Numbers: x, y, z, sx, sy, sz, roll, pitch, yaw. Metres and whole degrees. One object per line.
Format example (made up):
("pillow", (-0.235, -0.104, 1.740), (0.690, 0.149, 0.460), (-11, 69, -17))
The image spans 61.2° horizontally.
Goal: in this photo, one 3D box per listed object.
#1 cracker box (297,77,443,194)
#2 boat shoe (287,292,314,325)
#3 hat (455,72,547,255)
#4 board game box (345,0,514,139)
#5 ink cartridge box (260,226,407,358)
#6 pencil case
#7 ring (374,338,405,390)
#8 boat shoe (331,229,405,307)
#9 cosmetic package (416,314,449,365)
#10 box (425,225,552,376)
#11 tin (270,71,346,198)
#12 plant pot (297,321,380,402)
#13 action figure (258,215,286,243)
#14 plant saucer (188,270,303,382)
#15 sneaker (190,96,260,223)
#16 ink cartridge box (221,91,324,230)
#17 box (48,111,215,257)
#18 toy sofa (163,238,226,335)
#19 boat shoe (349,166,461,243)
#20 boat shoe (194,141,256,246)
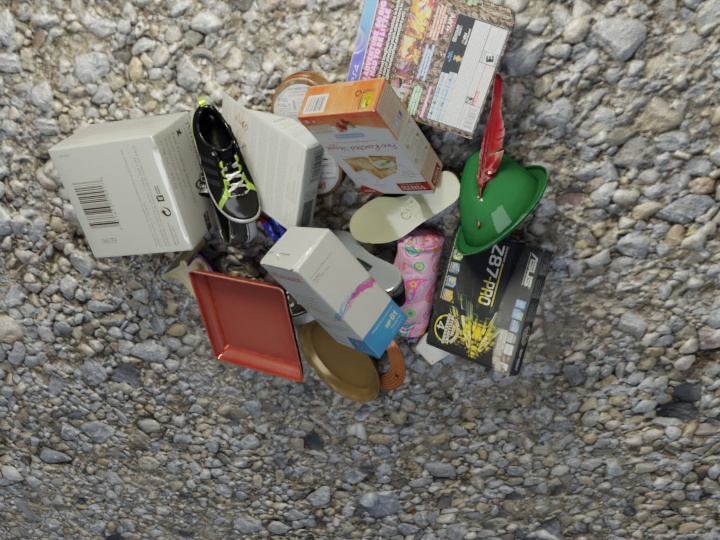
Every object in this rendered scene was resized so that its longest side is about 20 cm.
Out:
("cracker box", (0.019, -0.185, 0.880), (0.132, 0.059, 0.200), (5, 158, 35))
("boat shoe", (-0.110, 0.054, 1.105), (0.198, 0.073, 0.069), (-15, 103, 48))
("hat", (0.158, -0.152, 0.878), (0.176, 0.166, 0.200), (41, 104, -18))
("board game box", (0.092, -0.302, 0.845), (0.196, 0.097, 0.162), (19, 123, 1))
("ink cartridge box", (-0.042, 0.030, 0.937), (0.200, 0.085, 0.144), (47, 162, -26))
("pencil case", (0.088, 0.022, 1.052), (0.086, 0.088, 0.203), (12, 122, 5))
("ring", (0.010, 0.136, 1.132), (0.199, 0.019, 0.203), (31, 141, 28))
("boat shoe", (0.002, -0.002, 1.032), (0.198, 0.074, 0.069), (28, 155, 35))
("cosmetic package", (0.187, 0.079, 1.067), (0.051, 0.083, 0.199), (43, 120, -16))
("box", (0.202, 0.046, 0.974), (0.159, 0.049, 0.204), (19, 96, 35))
("tin", (-0.082, -0.212, 0.978), (0.110, 0.042, 0.203), (2, 122, 17))
("plant pot", (-0.038, 0.167, 1.164), (0.198, 0.027, 0.203), (26, 138, 26))
("action figure", (-0.124, -0.045, 1.079), (0.199, 0.052, 0.065), (39, 136, -15))
("plant saucer", (-0.190, 0.089, 1.061), (0.196, 0.037, 0.203), (9, 126, 25))
("sneaker", (-0.215, -0.167, 0.947), (0.071, 0.083, 0.203), (-27, 97, -14))
("ink cartridge box", (-0.148, -0.178, 0.983), (0.199, 0.047, 0.162), (37, 135, 26))
("box", (-0.372, -0.143, 1.028), (0.196, 0.131, 0.202), (-4, 120, 14))
("toy sofa", (-0.263, 0.042, 1.145), (0.096, 0.083, 0.201), (-24, 113, 28))
("boat shoe", (0.075, -0.103, 0.987), (0.199, 0.063, 0.075), (-26, 98, 21))
("boat shoe", (-0.239, -0.135, 1.014), (0.069, 0.066, 0.204), (-2, 111, 47))
